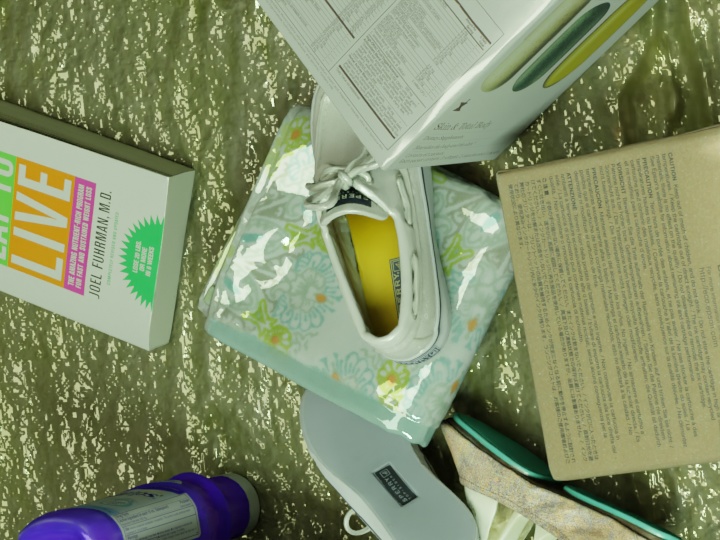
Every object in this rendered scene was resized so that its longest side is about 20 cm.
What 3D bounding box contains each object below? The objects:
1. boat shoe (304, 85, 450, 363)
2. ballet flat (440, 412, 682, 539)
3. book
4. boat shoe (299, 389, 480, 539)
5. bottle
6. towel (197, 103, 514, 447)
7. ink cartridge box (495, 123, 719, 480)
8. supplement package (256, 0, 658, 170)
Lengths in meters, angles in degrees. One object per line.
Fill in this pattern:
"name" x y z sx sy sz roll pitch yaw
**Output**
"boat shoe" -0.001 -0.042 1.516 0.074 0.086 0.202 -16 74 22
"ballet flat" 0.114 0.158 1.528 0.200 0.068 0.067 29 95 41
"book" -0.217 -0.036 1.754 0.200 0.048 0.134 19 110 28
"boat shoe" 0.026 0.152 1.599 0.202 0.075 0.086 48 162 42
"bottle" -0.144 0.179 1.637 0.083 0.200 0.065 -10 91 34
"towel" 0.000 0.000 1.589 0.200 0.048 0.171 28 96 27
"ink cartridge box" 0.185 0.019 1.478 0.164 0.075 0.201 -10 90 32
"supplement package" 0.072 -0.184 1.474 0.200 0.152 0.151 -44 73 26
